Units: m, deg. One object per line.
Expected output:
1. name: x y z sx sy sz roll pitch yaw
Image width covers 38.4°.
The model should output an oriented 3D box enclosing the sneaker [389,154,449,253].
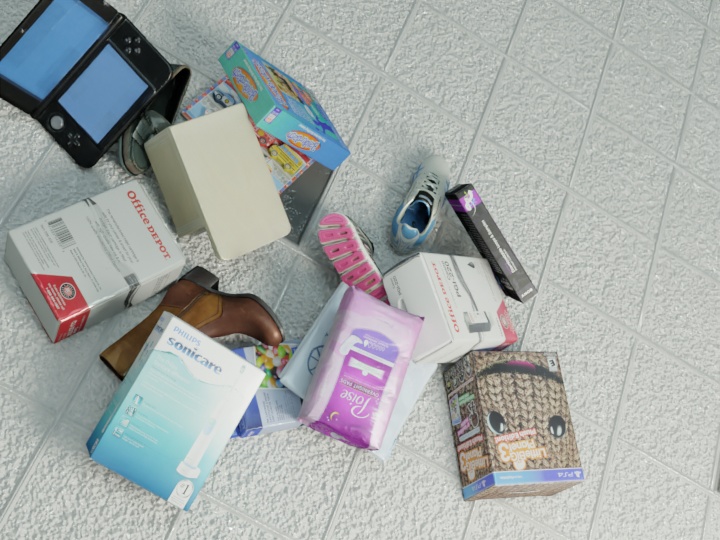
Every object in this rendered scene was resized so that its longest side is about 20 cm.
1. sneaker: 0.106 -0.115 1.682 0.071 0.073 0.202 29 56 -7

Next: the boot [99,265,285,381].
1. boot: -0.224 0.100 1.402 0.187 0.069 0.200 33 55 14

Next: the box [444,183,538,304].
1. box: 0.205 -0.045 1.635 0.036 0.143 0.202 -31 95 0

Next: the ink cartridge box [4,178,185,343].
1. ink cartridge box: -0.360 -0.016 1.409 0.198 0.084 0.146 -27 79 -31

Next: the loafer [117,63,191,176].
1. loafer: -0.304 -0.232 1.538 0.072 0.062 0.203 49 43 -45

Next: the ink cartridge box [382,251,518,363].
1. ink cartridge box: 0.137 0.057 1.561 0.198 0.084 0.148 2 62 -51

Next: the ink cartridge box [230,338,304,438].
1. ink cartridge box: -0.119 0.164 1.463 0.197 0.042 0.121 -7 69 -26

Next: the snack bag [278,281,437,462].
1. snack bag: 0.004 0.145 1.493 0.199 0.021 0.190 38 60 -9

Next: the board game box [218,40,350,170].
1. board game box: -0.114 -0.249 1.575 0.199 0.045 0.153 26 28 -53

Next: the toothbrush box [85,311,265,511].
1. toothbrush box: -0.236 0.177 1.317 0.145 0.085 0.202 32 83 -18

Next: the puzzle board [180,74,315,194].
1. puzzle board: -0.165 -0.223 1.640 0.200 0.017 0.151 44 56 0

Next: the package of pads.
1. package of pads: 0.001 0.135 1.422 0.119 0.076 0.203 23 76 -8

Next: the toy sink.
1. toy sink: -0.208 -0.118 1.498 0.129 0.111 0.203 -25 95 -34

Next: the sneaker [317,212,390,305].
1. sneaker: 0.000 0.000 1.573 0.203 0.073 0.087 64 14 -7

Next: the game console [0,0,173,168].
1. game console: -0.393 -0.270 1.438 0.200 0.116 0.176 -44 89 10

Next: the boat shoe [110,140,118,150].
1. boat shoe: -0.397 -0.275 1.528 0.070 0.064 0.202 -21 77 -32

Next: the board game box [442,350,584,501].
1. board game box: 0.228 0.233 1.556 0.157 0.097 0.204 2 65 -24
